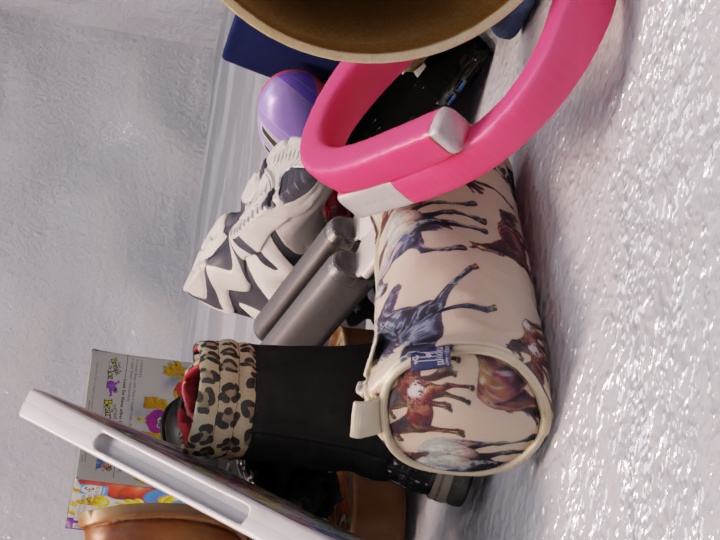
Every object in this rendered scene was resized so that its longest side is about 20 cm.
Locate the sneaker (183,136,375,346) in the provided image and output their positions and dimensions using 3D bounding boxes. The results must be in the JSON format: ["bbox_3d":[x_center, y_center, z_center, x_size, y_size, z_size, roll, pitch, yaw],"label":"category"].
[{"bbox_3d":[-0.029,-0.009,1.082,0.199,0.130,0.080,-46,21,49],"label":"sneaker"}]

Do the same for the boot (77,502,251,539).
[{"bbox_3d":[-0.097,0.215,0.829,0.200,0.077,0.155,67,-157,-59],"label":"boot"}]

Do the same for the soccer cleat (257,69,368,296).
[{"bbox_3d":[-0.026,-0.055,1.153,0.076,0.067,0.200,-115,10,-48],"label":"soccer cleat"}]

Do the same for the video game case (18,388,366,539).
[{"bbox_3d":[-0.058,0.117,0.788,0.018,0.200,0.143,-64,-32,-7],"label":"video game case"}]

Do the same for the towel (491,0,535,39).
[{"bbox_3d":[0.089,-0.217,0.810,0.200,0.048,0.112,114,163,-58],"label":"towel"}]

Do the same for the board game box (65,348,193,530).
[{"bbox_3d":[-0.108,0.137,1.160,0.103,0.200,0.105,115,161,-58],"label":"board game box"}]

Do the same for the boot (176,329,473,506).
[{"bbox_3d":[-0.021,0.059,0.873,0.204,0.154,0.074,-111,31,-72],"label":"boot"}]

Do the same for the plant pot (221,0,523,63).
[{"bbox_3d":[-0.007,-0.197,0.758,0.200,0.186,0.187,-130,50,-78],"label":"plant pot"}]

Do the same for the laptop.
[{"bbox_3d":[0.042,-0.057,1.043,0.200,0.103,0.177,-52,17,11],"label":"laptop"}]

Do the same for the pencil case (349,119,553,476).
[{"bbox_3d":[0.039,0.006,0.770,0.200,0.089,0.078,-92,14,-51],"label":"pencil case"}]

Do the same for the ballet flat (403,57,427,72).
[{"bbox_3d":[0.034,-0.161,0.967,0.068,0.072,0.200,61,-176,-7],"label":"ballet flat"}]

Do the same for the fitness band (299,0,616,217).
[{"bbox_3d":[0.042,-0.100,0.762,0.200,0.037,0.144,-14,45,55],"label":"fitness band"}]

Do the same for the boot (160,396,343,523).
[{"bbox_3d":[-0.073,0.119,1.000,0.163,0.073,0.198,96,151,-51],"label":"boot"}]

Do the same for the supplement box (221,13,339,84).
[{"bbox_3d":[-0.013,-0.238,1.136,0.109,0.109,0.200,139,150,-75],"label":"supplement box"}]

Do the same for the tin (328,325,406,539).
[{"bbox_3d":[0.000,0.123,1.014,0.112,0.042,0.200,98,171,-45],"label":"tin"}]

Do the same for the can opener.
[{"bbox_3d":[0.000,0.000,0.931,0.200,0.066,0.053,-46,32,39],"label":"can opener"}]
